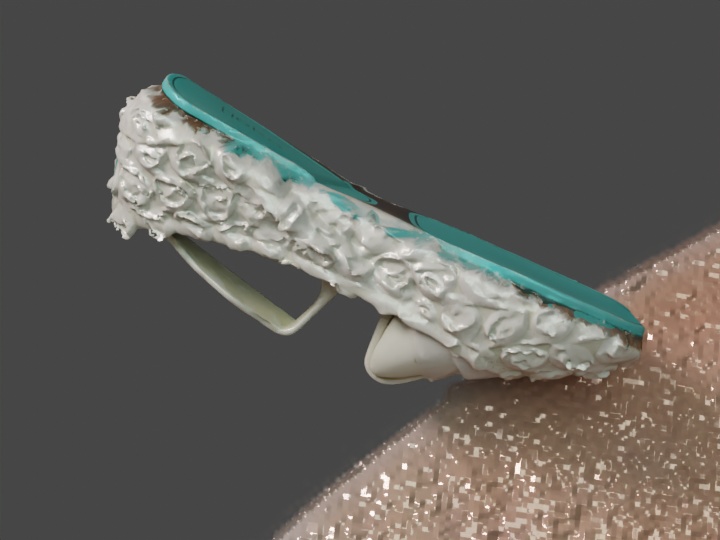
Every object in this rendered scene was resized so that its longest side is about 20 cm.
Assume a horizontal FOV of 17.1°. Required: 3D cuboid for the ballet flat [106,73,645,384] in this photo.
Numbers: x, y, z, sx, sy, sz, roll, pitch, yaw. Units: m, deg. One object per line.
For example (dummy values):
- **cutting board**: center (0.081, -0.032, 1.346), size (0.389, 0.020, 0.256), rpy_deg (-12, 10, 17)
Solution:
- **ballet flat**: center (0.000, 0.000, 0.845), size (0.200, 0.072, 0.072), rpy_deg (27, 72, 2)
